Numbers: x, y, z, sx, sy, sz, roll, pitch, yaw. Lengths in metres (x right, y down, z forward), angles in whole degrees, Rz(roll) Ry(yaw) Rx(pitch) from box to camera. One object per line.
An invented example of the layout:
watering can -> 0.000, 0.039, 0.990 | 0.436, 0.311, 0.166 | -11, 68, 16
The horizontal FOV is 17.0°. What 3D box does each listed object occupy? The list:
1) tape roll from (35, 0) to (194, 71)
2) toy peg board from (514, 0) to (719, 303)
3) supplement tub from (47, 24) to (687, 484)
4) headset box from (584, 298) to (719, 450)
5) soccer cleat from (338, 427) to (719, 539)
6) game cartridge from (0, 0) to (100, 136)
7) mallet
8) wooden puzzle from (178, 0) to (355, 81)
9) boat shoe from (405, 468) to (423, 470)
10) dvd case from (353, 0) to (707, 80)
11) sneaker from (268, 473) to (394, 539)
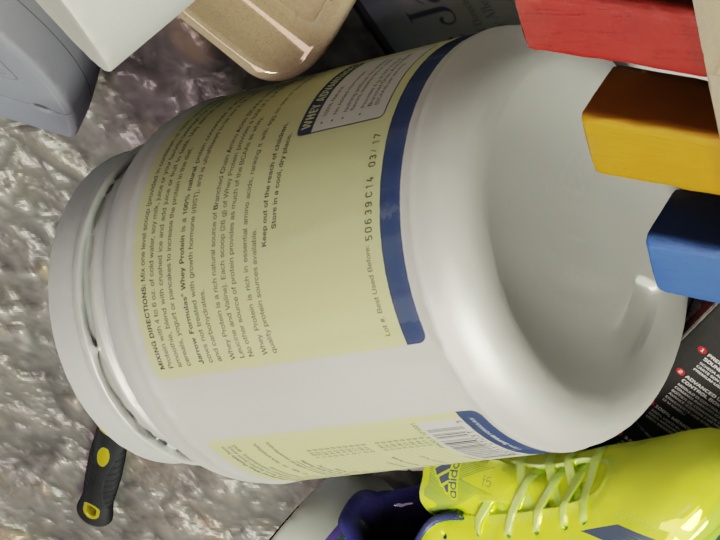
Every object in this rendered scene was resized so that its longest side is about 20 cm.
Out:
tape roll -> -0.111, -0.155, 0.688 | 0.203, 0.071, 0.202 | 49, 176, 4
toy peg board -> 0.116, -0.096, 0.672 | 0.098, 0.200, 0.199 | 13, 140, 32
supplement tub -> 0.000, 0.000, 0.859 | 0.200, 0.145, 0.145 | -10, 127, 39
headset box -> 0.179, 0.050, 0.887 | 0.149, 0.077, 0.200 | 32, 141, -3
soccer cleat -> 0.063, 0.092, 0.900 | 0.084, 0.065, 0.200 | 48, 141, -11
game cartridge -> -0.174, -0.106, 0.906 | 0.133, 0.042, 0.200 | 13, 168, 14
mallet -> -0.124, 0.065, 1.132 | 0.066, 0.041, 0.200 | 31, 146, -1
wooden puzzle -> -0.049, -0.184, 0.786 | 0.185, 0.046, 0.200 | 38, 137, 3
boat shoe -> 0.004, 0.036, 0.986 | 0.200, 0.072, 0.072 | -14, 124, 41
dvd case -> 0.074, -0.114, 0.818 | 0.200, 0.018, 0.143 | -11, 127, 41
sneaker -> 0.036, 0.164, 1.035 | 0.146, 0.081, 0.200 | 39, 179, 18
